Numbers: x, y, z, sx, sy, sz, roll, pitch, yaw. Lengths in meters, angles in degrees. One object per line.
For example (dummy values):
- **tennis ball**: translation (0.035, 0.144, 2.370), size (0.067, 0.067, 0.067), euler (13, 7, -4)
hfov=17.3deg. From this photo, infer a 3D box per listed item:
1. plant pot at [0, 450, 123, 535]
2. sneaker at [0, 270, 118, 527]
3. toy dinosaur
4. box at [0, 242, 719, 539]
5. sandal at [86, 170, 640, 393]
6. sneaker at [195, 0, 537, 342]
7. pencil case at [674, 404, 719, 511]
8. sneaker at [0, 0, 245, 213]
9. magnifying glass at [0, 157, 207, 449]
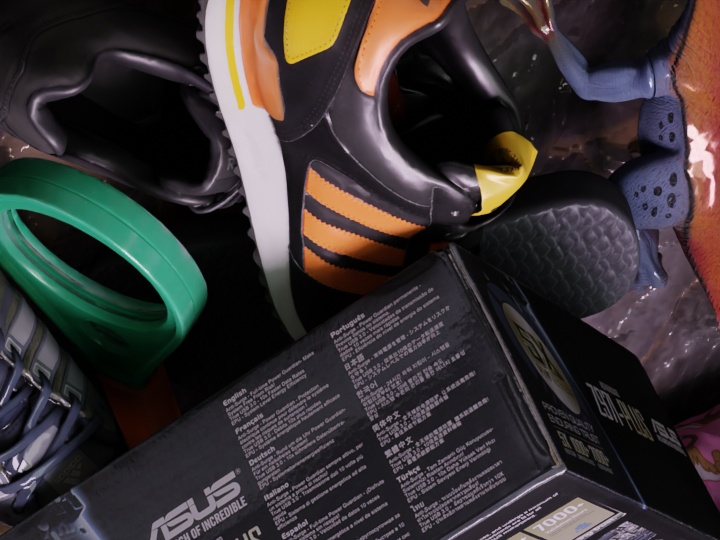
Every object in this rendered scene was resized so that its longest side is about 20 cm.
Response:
- **plant pot**: translation (-0.130, 0.172, 0.901), size (0.200, 0.093, 0.201), euler (-16, 129, -20)
- **sneaker**: translation (-0.120, 0.038, 0.774), size (0.074, 0.081, 0.200), euler (-50, 160, -8)
- **toy dinosaur**: translation (0.136, -0.065, 0.861), size (0.105, 0.200, 0.182), euler (-34, 166, -26)
- **box**: translation (0.000, 0.096, 0.794), size (0.200, 0.086, 0.164), euler (-34, 153, 16)
- **sandal**: translation (0.000, 0.000, 0.867), size (0.200, 0.043, 0.076), euler (-6, 130, -1)
- **sneaker**: translation (0.016, -0.023, 0.746), size (0.070, 0.090, 0.200), euler (-51, 142, -29)
- **pencil case**: translation (0.204, 0.083, 1.045), size (0.200, 0.083, 0.087), euler (-22, 102, -16)
- **sneaker**: translation (-0.045, -0.051, 0.795), size (0.200, 0.091, 0.076), euler (3, 117, -34)
- **magnifying glass**: translation (-0.083, 0.022, 0.821), size (0.022, 0.079, 0.200), euler (-60, 162, -25)
